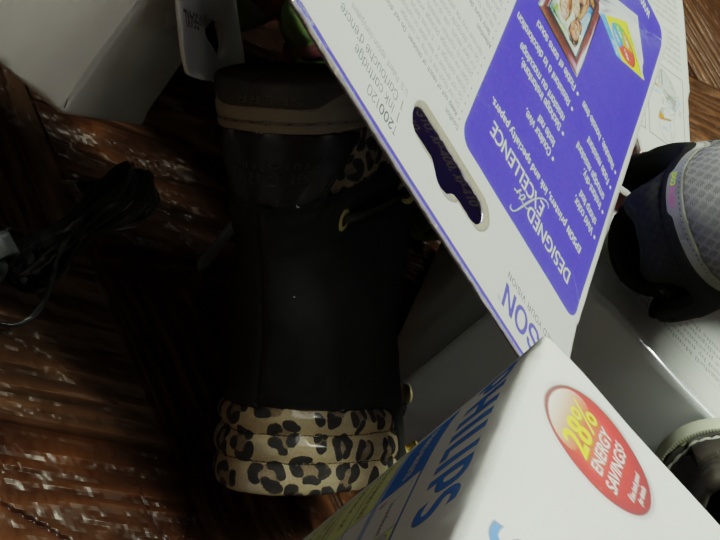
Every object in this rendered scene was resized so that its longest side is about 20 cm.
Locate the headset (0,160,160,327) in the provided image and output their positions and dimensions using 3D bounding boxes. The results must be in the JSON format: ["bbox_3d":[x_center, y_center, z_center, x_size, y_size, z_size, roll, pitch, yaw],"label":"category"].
[{"bbox_3d":[-0.142,-0.034,0.758,0.124,0.094,0.200,63,11,27],"label":"headset"}]

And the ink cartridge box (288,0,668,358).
[{"bbox_3d":[0.035,-0.085,0.837,0.198,0.043,0.201,56,38,-35],"label":"ink cartridge box"}]

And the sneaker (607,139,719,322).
[{"bbox_3d":[0.141,-0.020,0.953,0.200,0.087,0.074,-1,79,-83],"label":"sneaker"}]

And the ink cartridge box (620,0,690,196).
[{"bbox_3d":[0.082,-0.125,1.012,0.162,0.050,0.201,28,57,-50],"label":"ink cartridge box"}]

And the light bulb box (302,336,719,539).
[{"bbox_3d":[0.002,0.153,0.606,0.125,0.200,0.198,46,25,-7],"label":"light bulb box"}]

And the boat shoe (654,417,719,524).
[{"bbox_3d":[0.147,0.161,0.919,0.061,0.071,0.202,-89,167,-79],"label":"boat shoe"}]

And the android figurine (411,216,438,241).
[{"bbox_3d":[0.039,-0.110,1.105,0.041,0.183,0.200,8,32,4],"label":"android figurine"}]

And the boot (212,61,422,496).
[{"bbox_3d":[0.000,0.000,0.898,0.200,0.073,0.152,-7,101,-70],"label":"boot"}]

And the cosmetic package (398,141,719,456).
[{"bbox_3d":[0.124,0.059,1.041,0.199,0.123,0.200,46,24,-8],"label":"cosmetic package"}]

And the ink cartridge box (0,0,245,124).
[{"bbox_3d":[-0.112,-0.147,0.855,0.200,0.125,0.129,38,7,4],"label":"ink cartridge box"}]

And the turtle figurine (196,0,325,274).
[{"bbox_3d":[-0.063,-0.103,1.017,0.143,0.201,0.194,24,-4,12],"label":"turtle figurine"}]
